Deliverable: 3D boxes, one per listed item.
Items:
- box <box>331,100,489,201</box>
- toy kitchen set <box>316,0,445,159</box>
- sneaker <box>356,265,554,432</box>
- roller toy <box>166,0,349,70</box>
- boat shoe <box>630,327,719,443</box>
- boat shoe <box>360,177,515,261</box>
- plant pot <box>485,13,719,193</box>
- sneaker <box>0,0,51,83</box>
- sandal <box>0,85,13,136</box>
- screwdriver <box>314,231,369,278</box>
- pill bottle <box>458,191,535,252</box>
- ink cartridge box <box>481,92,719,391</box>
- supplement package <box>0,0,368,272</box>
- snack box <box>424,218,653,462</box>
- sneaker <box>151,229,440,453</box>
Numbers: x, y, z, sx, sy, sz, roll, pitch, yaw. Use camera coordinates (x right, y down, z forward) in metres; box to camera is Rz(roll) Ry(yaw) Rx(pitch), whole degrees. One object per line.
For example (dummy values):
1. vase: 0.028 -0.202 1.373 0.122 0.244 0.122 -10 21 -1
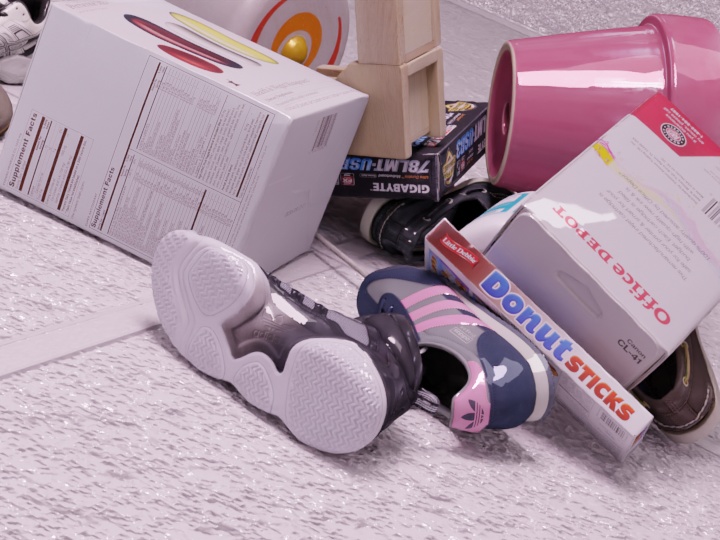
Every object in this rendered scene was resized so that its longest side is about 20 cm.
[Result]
1. box: 0.003 -0.114 1.417 0.198 0.050 0.200 5 21 17
2. toy kitchen set: -0.020 -0.204 1.333 0.199 0.181 0.163 7 23 26
3. sneaker: 0.042 0.050 1.082 0.082 0.070 0.200 -11 25 -33
4. roller toy: -0.106 -0.250 1.623 0.140 0.201 0.182 33 14 33
5. boat shoe: 0.222 0.041 1.224 0.060 0.072 0.201 42 26 -42
6. boat shoe: 0.090 -0.039 1.407 0.199 0.075 0.066 1 28 -48
7. plant pot: 0.208 -0.131 1.383 0.178 0.201 0.200 5 18 -5
8. sneaker: -0.342 -0.213 1.391 0.075 0.088 0.200 26 19 10
9. sandal: -0.321 -0.136 1.228 0.081 0.055 0.200 22 17 1
10. screwdriver: 0.000 0.000 1.245 0.200 0.028 0.029 40 -4 39
11. pill bottle: 0.134 -0.003 1.284 0.110 0.111 0.200 25 17 11
12. ink cartridge box: 0.202 -0.021 1.154 0.148 0.086 0.200 46 52 9
13. supplement package: -0.131 -0.102 1.198 0.199 0.148 0.191 26 17 11
14. snack box: 0.120 0.049 1.101 0.200 0.024 0.072 45 -12 16
15. sneaker: -0.040 0.042 0.998 0.200 0.076 0.114 38 21 28
